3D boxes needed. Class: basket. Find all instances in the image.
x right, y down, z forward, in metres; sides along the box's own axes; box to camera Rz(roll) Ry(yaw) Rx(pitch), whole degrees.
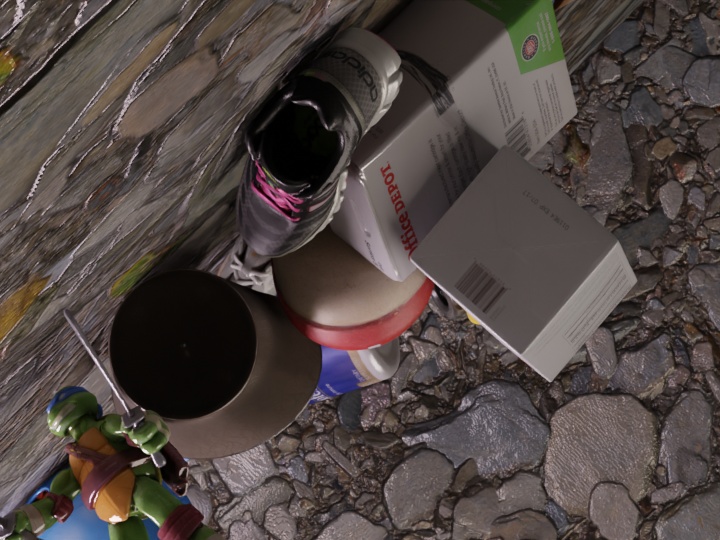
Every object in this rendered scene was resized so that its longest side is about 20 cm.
[{"bbox_3d":[-0.125,0.070,1.507,0.179,0.137,0.200,-17,170,1],"label":"basket"}]

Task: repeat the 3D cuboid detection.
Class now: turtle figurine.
[{"bbox_3d":[-0.179,0.162,1.315,0.144,0.194,0.200,-39,165,-8],"label":"turtle figurine"}]

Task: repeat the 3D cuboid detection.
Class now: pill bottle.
[{"bbox_3d":[-0.070,0.081,1.967,0.199,0.117,0.116,-19,-175,19],"label":"pill bottle"}]

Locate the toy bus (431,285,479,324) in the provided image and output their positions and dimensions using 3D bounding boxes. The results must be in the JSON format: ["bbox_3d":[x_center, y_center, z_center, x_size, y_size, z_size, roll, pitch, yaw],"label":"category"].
[{"bbox_3d":[0.095,-0.076,1.880,0.135,0.200,0.193,-29,134,-17],"label":"toy bus"}]

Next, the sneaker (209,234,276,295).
[{"bbox_3d":[-0.098,0.004,1.648,0.200,0.076,0.092,-52,171,-13],"label":"sneaker"}]

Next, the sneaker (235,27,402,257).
[{"bbox_3d":[-0.045,-0.072,1.282,0.087,0.074,0.200,-42,170,-46],"label":"sneaker"}]

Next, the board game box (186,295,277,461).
[{"bbox_3d":[-0.110,0.059,1.814,0.200,0.097,0.159,-47,176,30],"label":"board game box"}]

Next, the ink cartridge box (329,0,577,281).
[{"bbox_3d":[0.056,-0.113,1.425,0.200,0.084,0.146,-43,145,-16],"label":"ink cartridge box"}]

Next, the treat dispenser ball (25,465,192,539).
[{"bbox_3d":[-0.256,0.291,1.963,0.201,0.201,0.201,-45,177,-3],"label":"treat dispenser ball"}]

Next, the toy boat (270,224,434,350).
[{"bbox_3d":[0.000,0.000,1.551,0.130,0.131,0.201,-16,-147,5],"label":"toy boat"}]

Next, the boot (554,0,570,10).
[{"bbox_3d":[0.235,-0.313,1.688,0.155,0.074,0.200,-41,-174,-37],"label":"boot"}]

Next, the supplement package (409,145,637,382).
[{"bbox_3d":[0.128,0.000,1.458,0.110,0.114,0.200,-49,165,1],"label":"supplement package"}]
